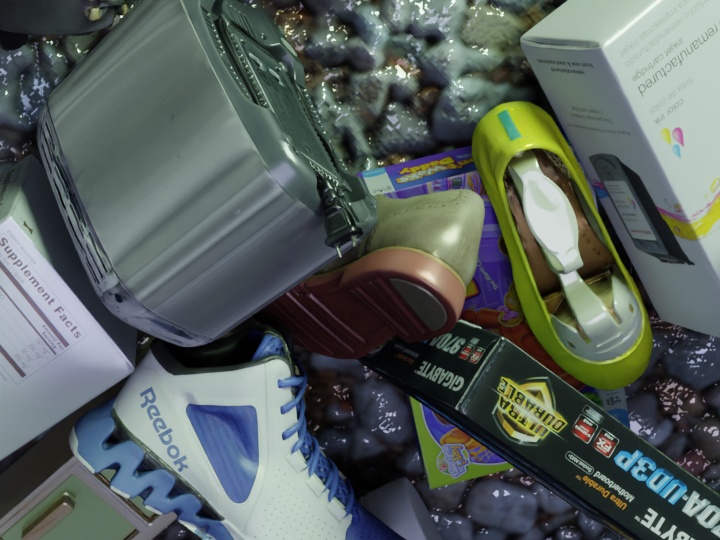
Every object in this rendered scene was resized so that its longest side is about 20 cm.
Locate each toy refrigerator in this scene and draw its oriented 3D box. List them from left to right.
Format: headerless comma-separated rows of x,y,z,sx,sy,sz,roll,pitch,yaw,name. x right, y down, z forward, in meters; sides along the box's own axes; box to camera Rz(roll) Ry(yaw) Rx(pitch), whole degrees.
-0.132,0.109,0.839,0.200,0.070,0.076,-40,112,9,toy refrigerator

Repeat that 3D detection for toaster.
-0.081,-0.051,0.722,0.129,0.201,0.113,-37,150,15,toaster

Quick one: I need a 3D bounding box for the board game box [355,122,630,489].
0.084,0.024,0.848,0.133,0.045,0.202,-14,114,-2,board game box

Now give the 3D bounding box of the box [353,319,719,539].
0.106,0.093,0.766,0.199,0.159,0.046,36,84,-20,box

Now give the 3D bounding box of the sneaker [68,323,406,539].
-0.049,0.097,0.761,0.198,0.081,0.116,31,101,-8,sneaker

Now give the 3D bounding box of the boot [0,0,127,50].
-0.109,-0.181,0.678,0.198,0.077,0.140,5,108,34,boot

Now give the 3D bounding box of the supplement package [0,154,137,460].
-0.234,0.047,0.775,0.199,0.114,0.110,-33,112,7,supplement package

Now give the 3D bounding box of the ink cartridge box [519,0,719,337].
0.202,-0.085,0.777,0.147,0.085,0.201,-39,113,-15,ink cartridge box

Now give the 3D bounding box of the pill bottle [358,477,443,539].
-0.040,0.216,0.872,0.199,0.114,0.115,-27,114,4,pill bottle

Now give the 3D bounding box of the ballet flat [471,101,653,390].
0.118,-0.001,0.781,0.066,0.067,0.201,-27,114,3,ballet flat

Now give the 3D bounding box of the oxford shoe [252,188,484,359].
0.000,0.000,0.775,0.070,0.199,0.075,43,61,-27,oxford shoe
